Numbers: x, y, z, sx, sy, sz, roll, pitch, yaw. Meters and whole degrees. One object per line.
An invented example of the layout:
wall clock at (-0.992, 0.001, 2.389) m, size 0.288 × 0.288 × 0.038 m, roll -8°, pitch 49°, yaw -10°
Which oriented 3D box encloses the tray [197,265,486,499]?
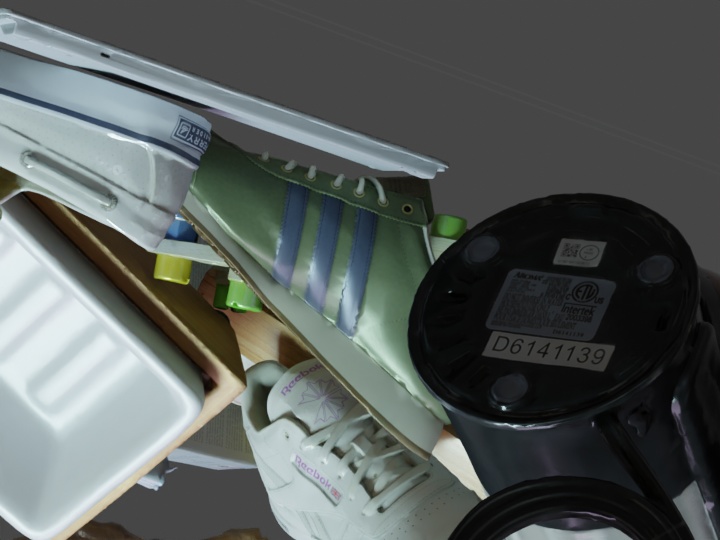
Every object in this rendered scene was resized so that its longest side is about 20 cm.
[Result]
tray at (0.017, 0.045, 1.098) m, size 0.200 × 0.037 × 0.099 m, roll 33°, pitch -145°, yaw 7°

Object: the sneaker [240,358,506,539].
sneaker at (-0.004, 0.100, 0.989) m, size 0.200 × 0.075 × 0.100 m, roll 23°, pitch 142°, yaw 56°

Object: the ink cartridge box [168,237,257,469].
ink cartridge box at (-0.130, 0.044, 1.406) m, size 0.057 × 0.163 × 0.200 m, roll -7°, pitch 165°, yaw 32°

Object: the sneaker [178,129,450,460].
sneaker at (-0.010, -0.016, 0.909) m, size 0.200 × 0.090 × 0.067 m, roll 46°, pitch 178°, yaw -9°

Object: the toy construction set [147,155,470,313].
toy construction set at (0.000, 0.000, 1.007) m, size 0.199 × 0.092 × 0.131 m, roll 25°, pitch 177°, yaw 9°

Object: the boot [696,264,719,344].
boot at (0.238, 0.053, 0.988) m, size 0.199 × 0.069 × 0.188 m, roll 13°, pitch 175°, yaw 4°

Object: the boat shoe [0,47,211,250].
boat shoe at (-0.161, -0.047, 0.856) m, size 0.201 × 0.086 × 0.075 m, roll 17°, pitch 176°, yaw 20°

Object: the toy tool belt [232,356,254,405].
toy tool belt at (-0.007, 0.034, 1.369) m, size 0.199 × 0.125 × 0.123 m, roll 17°, pitch -153°, yaw 1°

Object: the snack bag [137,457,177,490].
snack bag at (-0.187, 0.012, 1.146) m, size 0.199 × 0.189 × 0.021 m, roll 21°, pitch 142°, yaw -28°

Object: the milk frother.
milk frother at (0.096, 0.111, 0.827) m, size 0.180 × 0.200 × 0.188 m, roll 24°, pitch 152°, yaw 39°

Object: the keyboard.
keyboard at (-0.059, -0.069, 0.817) m, size 0.199 × 0.011 × 0.056 m, roll 17°, pitch 180°, yaw -30°

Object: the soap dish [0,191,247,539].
soap dish at (-0.171, 0.023, 1.035) m, size 0.200 × 0.157 × 0.081 m, roll 45°, pitch -150°, yaw -9°
